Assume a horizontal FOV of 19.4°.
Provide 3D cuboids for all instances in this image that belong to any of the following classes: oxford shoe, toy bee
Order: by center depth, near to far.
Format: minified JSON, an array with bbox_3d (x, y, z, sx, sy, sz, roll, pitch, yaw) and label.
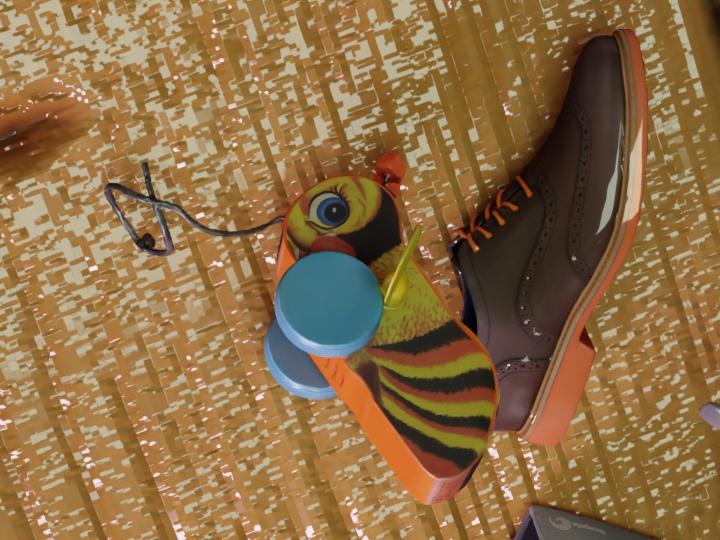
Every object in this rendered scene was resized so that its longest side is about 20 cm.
[{"bbox_3d":[0.000,0.000,0.936,0.109,0.131,0.200,-42,98,-22],"label":"toy bee"},{"bbox_3d":[0.082,-0.017,0.965,0.072,0.071,0.200,12,103,-8],"label":"oxford shoe"}]

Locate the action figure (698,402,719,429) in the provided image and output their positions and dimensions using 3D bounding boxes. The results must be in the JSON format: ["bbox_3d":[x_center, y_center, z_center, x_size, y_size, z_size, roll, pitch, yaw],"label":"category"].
[{"bbox_3d":[0.252,0.076,0.993,0.193,0.105,0.200,-39,116,-27],"label":"action figure"}]

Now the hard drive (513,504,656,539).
[{"bbox_3d":[0.149,0.209,1.053,0.200,0.042,0.135,23,100,-15],"label":"hard drive"}]
